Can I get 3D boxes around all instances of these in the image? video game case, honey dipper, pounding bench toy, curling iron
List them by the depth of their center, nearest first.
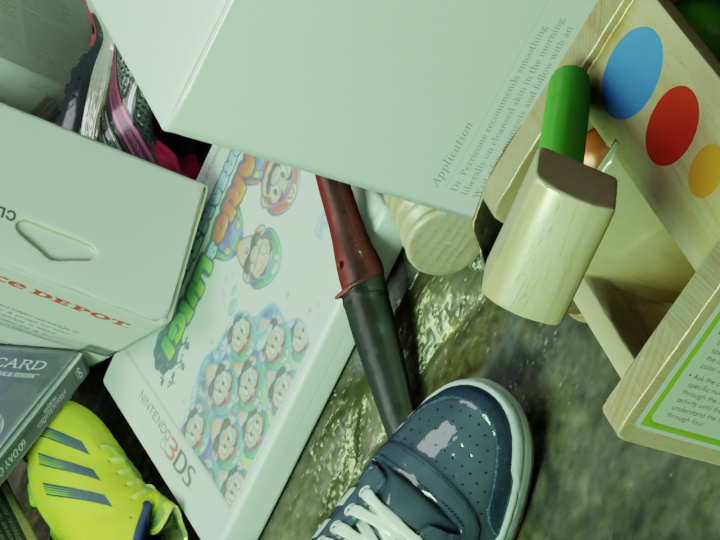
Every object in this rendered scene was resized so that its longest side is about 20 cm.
[{"bbox_3d":[0.109,-0.033,0.872,0.124,0.200,0.156,-58,35,24],"label":"pounding bench toy"},{"bbox_3d":[0.000,0.000,1.163,0.050,0.026,0.200,114,147,-70],"label":"curling iron"},{"bbox_3d":[0.015,-0.073,1.204,0.038,0.038,0.200,-56,33,27],"label":"honey dipper"},{"bbox_3d":[-0.057,0.017,1.287,0.200,0.024,0.182,-64,33,16],"label":"video game case"},{"bbox_3d":[-0.249,0.105,1.326,0.143,0.019,0.200,3,38,30],"label":"video game case"}]

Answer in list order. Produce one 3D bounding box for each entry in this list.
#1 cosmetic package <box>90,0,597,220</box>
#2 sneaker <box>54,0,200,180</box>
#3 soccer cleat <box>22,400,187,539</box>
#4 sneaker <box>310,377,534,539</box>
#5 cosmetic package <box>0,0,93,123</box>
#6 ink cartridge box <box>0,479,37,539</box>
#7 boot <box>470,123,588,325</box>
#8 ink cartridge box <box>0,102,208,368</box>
[{"bbox_3d":[-0.004,-0.130,1.100,0.123,0.200,0.199,-61,33,21],"label":"cosmetic package"},{"bbox_3d":[-0.106,-0.132,1.398,0.075,0.081,0.200,1,80,36],"label":"sneaker"},{"bbox_3d":[-0.118,0.132,1.300,0.084,0.065,0.200,-49,40,24],"label":"soccer cleat"},{"bbox_3d":[-0.010,0.130,1.050,0.070,0.108,0.200,41,106,25],"label":"sneaker"},{"bbox_3d":[-0.253,-0.173,1.518,0.052,0.200,0.151,-40,43,32],"label":"cosmetic package"},{"bbox_3d":[-0.216,0.219,1.347,0.165,0.075,0.200,-130,43,-56],"label":"ink cartridge box"},{"bbox_3d":[0.117,-0.061,0.995,0.200,0.075,0.074,-55,34,26],"label":"boot"},{"bbox_3d":[-0.187,-0.012,1.359,0.200,0.144,0.084,-25,46,63],"label":"ink cartridge box"}]
